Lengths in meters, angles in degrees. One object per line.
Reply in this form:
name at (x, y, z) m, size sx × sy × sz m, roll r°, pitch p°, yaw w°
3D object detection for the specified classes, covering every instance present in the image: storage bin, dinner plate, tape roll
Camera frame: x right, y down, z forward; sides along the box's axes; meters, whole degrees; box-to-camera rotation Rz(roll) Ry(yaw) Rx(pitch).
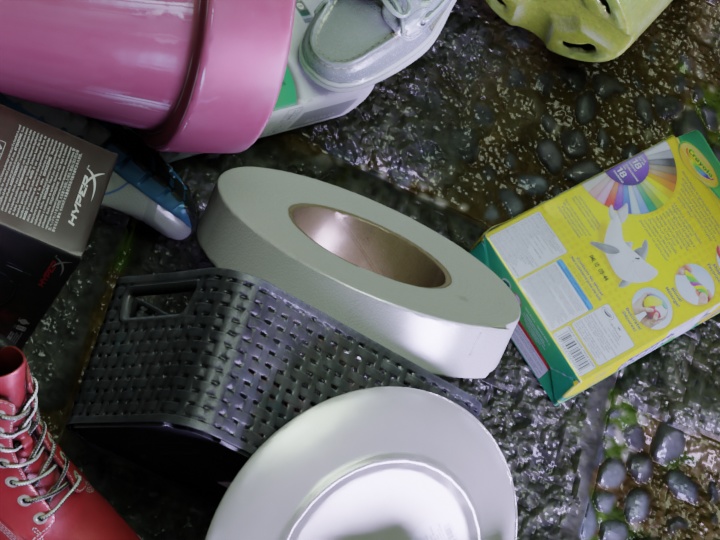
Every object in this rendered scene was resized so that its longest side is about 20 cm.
storage bin at (-0.048, 0.083, 1.517) m, size 0.200 × 0.135 × 0.094 m, roll 31°, pitch 68°, yaw -33°
dinner plate at (0.005, 0.161, 1.463) m, size 0.199 × 0.024 × 0.201 m, roll -11°, pitch 112°, yaw -28°
tape roll at (0.000, 0.000, 1.602) m, size 0.202 × 0.037 × 0.203 m, roll 23°, pitch 16°, yaw -7°

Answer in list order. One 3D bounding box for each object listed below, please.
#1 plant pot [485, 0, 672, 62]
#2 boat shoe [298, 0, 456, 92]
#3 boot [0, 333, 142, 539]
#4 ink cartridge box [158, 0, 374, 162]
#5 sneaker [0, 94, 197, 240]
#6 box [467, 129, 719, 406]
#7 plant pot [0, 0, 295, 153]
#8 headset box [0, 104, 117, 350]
plant pot at (0.168, -0.248, 1.795) m, size 0.200 × 0.200 × 0.185 m, roll 37°, pitch 69°, yaw -3°
boat shoe at (0.038, -0.195, 1.677) m, size 0.202 × 0.065 × 0.074 m, roll -41°, pitch 65°, yaw -9°
boot at (-0.178, 0.111, 1.481) m, size 0.200 × 0.144 × 0.073 m, roll 39°, pitch 55°, yaw -3°
ink cartridge box at (-0.101, -0.175, 1.694) m, size 0.161 × 0.050 × 0.201 m, roll -18°, pitch 76°, yaw -42°
sneaker at (-0.190, -0.066, 1.616) m, size 0.200 × 0.075 × 0.087 m, roll 34°, pitch 99°, yaw -21°
box at (0.175, -0.007, 1.751) m, size 0.199 × 0.048 × 0.118 m, roll -27°, pitch 78°, yaw -29°
plant pot at (-0.148, -0.169, 1.509) m, size 0.178 × 0.200 × 0.201 m, roll 1°, pitch 65°, yaw -21°
headset box at (-0.257, -0.044, 1.519) m, size 0.199 × 0.149 × 0.075 m, roll 24°, pitch 58°, yaw -12°
